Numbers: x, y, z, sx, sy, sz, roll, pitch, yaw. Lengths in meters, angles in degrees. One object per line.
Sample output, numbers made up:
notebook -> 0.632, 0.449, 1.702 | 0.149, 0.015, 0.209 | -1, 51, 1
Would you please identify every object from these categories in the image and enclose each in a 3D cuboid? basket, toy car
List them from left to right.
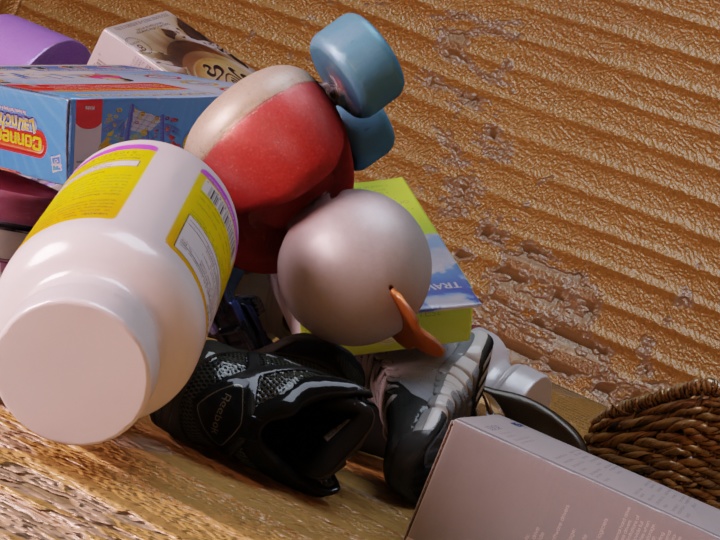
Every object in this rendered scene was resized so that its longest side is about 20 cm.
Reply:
toy car -> -0.020, -0.015, 1.008 | 0.200, 0.184, 0.177 | 51, -13, 12
basket -> 0.284, 0.161, 1.380 | 0.199, 0.150, 0.142 | 20, 3, -36

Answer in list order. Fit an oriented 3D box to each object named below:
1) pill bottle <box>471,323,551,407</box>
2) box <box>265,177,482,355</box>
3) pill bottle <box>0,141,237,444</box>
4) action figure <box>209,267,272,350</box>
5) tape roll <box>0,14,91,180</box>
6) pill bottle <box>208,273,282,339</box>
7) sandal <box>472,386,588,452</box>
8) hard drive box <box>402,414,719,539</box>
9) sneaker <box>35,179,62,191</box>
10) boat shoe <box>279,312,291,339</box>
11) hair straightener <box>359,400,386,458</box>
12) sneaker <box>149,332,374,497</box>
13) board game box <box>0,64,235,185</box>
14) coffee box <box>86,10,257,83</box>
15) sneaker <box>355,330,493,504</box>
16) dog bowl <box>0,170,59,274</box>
pill bottle -> 0.046, 0.085, 1.300 | 0.199, 0.113, 0.112 | 24, 2, 25
box -> 0.000, 0.000, 1.144 | 0.121, 0.048, 0.200 | -7, 30, -13
pill bottle -> -0.125, 0.010, 0.831 | 0.104, 0.105, 0.200 | 22, 21, -5
action figure -> -0.123, 0.018, 1.175 | 0.104, 0.201, 0.194 | -19, 19, 14
tape roll -> -0.299, -0.110, 1.366 | 0.065, 0.201, 0.200 | 22, 2, 12
pill bottle -> -0.122, 0.005, 1.381 | 0.199, 0.105, 0.104 | 16, -1, 28
sandal -> 0.074, 0.106, 1.200 | 0.200, 0.082, 0.055 | 36, 5, 10
hard drive box -> 0.142, 0.156, 0.935 | 0.199, 0.077, 0.156 | 23, 2, 15
sneaker -> -0.243, -0.062, 1.359 | 0.088, 0.200, 0.081 | 20, -43, 41
boat shoe -> -0.010, -0.010, 1.272 | 0.071, 0.066, 0.201 | 14, 36, 13
hair straightener -> -0.036, 0.093, 1.123 | 0.200, 0.041, 0.077 | 28, -2, -41
sneaker -> -0.029, 0.087, 0.967 | 0.114, 0.077, 0.199 | 25, 6, 24
board game box -> -0.182, -0.105, 1.125 | 0.195, 0.056, 0.199 | 15, 15, 42
coffee box -> -0.116, -0.117, 1.304 | 0.199, 0.080, 0.113 | 35, 25, 8
sneaker -> 0.015, 0.087, 1.105 | 0.115, 0.076, 0.200 | 16, 22, 11
dog bowl -> -0.287, -0.037, 1.099 | 0.199, 0.074, 0.200 | 17, 6, -2
